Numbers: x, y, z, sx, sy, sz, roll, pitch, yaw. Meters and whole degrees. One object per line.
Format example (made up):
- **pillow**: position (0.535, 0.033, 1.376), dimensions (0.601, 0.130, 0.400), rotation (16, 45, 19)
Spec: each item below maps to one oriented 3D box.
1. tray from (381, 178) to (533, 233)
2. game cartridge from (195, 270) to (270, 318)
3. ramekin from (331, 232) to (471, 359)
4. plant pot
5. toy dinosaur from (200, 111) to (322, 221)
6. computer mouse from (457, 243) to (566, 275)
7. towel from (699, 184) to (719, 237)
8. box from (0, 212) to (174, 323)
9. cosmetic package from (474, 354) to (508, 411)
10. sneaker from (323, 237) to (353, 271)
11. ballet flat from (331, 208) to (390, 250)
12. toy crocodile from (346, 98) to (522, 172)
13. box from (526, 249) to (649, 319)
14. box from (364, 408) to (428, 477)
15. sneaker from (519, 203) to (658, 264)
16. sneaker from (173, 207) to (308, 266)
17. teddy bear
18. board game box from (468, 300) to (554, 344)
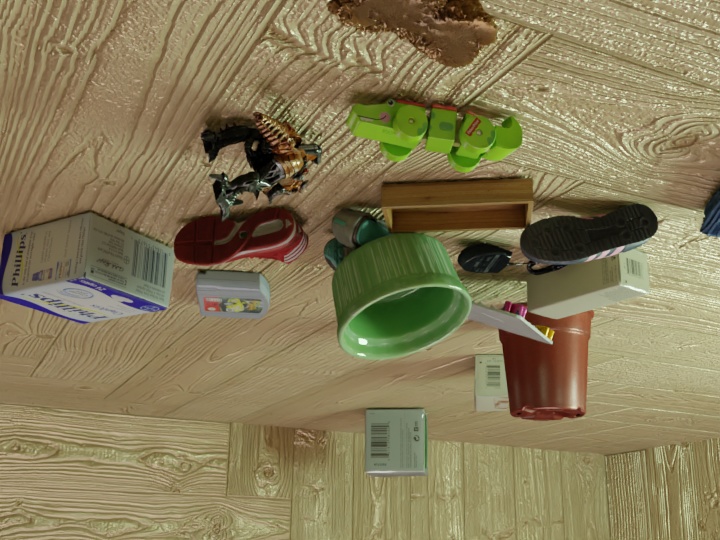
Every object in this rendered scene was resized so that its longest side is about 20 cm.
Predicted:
- **tray**: position (0.130, -0.086, 1.203), dimensions (0.196, 0.038, 0.099), rotation (-3, 161, 7)
- **game cartridge**: position (-0.230, 0.047, 1.627), dimensions (0.130, 0.042, 0.200), rotation (-1, 162, -7)
- **ramekin**: position (0.052, 0.035, 1.283), dimensions (0.196, 0.099, 0.201), rotation (-13, 149, -8)
- **plant pot**: position (0.362, 0.184, 1.749), dimensions (0.196, 0.199, 0.201), rotation (1, 163, 0)
- **toy dinosaur**: position (-0.110, -0.135, 1.026), dimensions (0.133, 0.103, 0.202), rotation (-13, 144, -5)
- **computer mouse**: position (0.241, -0.021, 1.414), dimensions (0.196, 0.035, 0.059), rotation (3, 146, -23)
- **towel**: position (0.514, -0.091, 1.149), dimensions (0.109, 0.050, 0.200), rotation (-2, 161, 7)
- **box**: position (-0.424, 0.003, 1.388), dimensions (0.197, 0.107, 0.183), rotation (-9, 159, 30)
- **cosmetic package**: position (0.321, 0.277, 2.187), dimensions (0.085, 0.106, 0.200), rotation (0, 163, 7)
- **sneaker**: position (0.000, 0.000, 1.414), dimensions (0.090, 0.079, 0.199), rotation (-9, 158, 39)
- **ballet flat**: position (0.028, -0.045, 1.317), dimensions (0.063, 0.068, 0.199), rotation (22, 177, 38)
- **toy crocodile**: position (0.082, -0.154, 0.976), dimensions (0.196, 0.063, 0.068), rotation (8, 162, -7)
- **box**: position (0.368, 0.022, 1.464), dimensions (0.081, 0.070, 0.199), rotation (14, 158, -34)
- **box**: position (0.117, 0.557, 2.883), dimensions (0.196, 0.203, 0.172), rotation (-1, 163, 7)
- **sneaker**: position (0.309, -0.038, 1.243), dimensions (0.196, 0.072, 0.082), rotation (-7, 164, -8)
- **sneaker**: position (-0.169, -0.030, 1.321), dimensions (0.196, 0.080, 0.115), rotation (-5, 160, 20)
- **teddy bear**: position (0.024, -0.239, 0.723), dimensions (0.196, 0.068, 0.145), rotation (13, 150, -14)
- **board game box**: position (0.226, 0.071, 1.578), dimensions (0.197, 0.026, 0.199), rotation (17, 172, 32)
